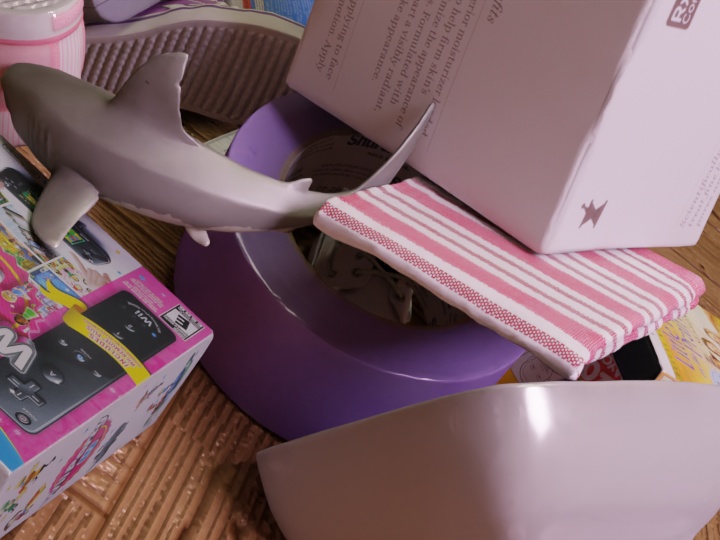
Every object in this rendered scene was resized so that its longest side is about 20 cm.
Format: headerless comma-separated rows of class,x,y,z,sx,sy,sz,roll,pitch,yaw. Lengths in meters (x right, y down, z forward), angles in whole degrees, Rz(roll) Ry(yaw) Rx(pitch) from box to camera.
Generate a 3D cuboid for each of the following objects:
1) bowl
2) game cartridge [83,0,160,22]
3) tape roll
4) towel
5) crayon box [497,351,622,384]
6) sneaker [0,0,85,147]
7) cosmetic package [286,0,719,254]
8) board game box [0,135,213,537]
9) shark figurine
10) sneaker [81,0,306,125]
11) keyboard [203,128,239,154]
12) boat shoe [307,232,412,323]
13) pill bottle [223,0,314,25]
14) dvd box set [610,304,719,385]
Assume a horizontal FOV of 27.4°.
bowl,0.071,0.108,0.719,0.198,0.199,0.076,4,73,-42
game cartridge,-0.127,-0.218,0.952,0.132,0.042,0.200,15,46,41
tape roll,0.000,0.000,0.836,0.198,0.085,0.202,18,46,-19
towel,0.080,-0.002,0.736,0.145,0.030,0.199,30,22,22
crayon box,0.141,0.087,0.951,0.200,0.119,0.058,46,22,14
sneaker,-0.237,-0.123,0.805,0.198,0.106,0.076,16,44,17
cosmetic package,0.101,-0.128,0.791,0.199,0.166,0.164,37,25,33
board game box,-0.166,0.026,0.632,0.147,0.064,0.200,41,22,4
shark figurine,-0.072,-0.062,0.696,0.212,0.090,0.129,14,32,-6
sneaker,-0.091,-0.152,0.922,0.198,0.073,0.115,8,39,24
keyboard,-0.060,-0.093,1.112,0.056,0.011,0.200,42,21,3
boat shoe,-0.001,0.009,0.934,0.073,0.067,0.201,31,23,-21
pill bottle,-0.086,-0.179,1.093,0.112,0.113,0.199,47,23,18
dvd box set,0.229,0.074,0.918,0.199,0.029,0.147,32,23,-22
